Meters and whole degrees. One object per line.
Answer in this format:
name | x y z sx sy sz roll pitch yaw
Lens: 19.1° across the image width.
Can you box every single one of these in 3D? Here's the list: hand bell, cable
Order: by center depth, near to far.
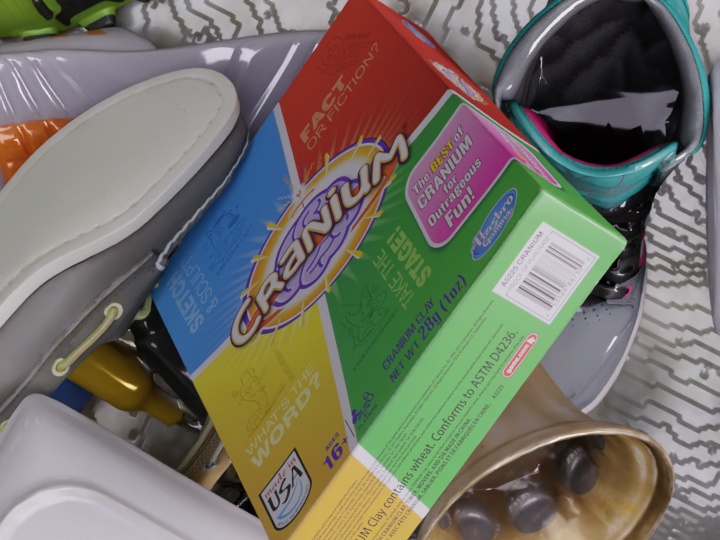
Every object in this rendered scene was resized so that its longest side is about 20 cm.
hand bell | 0.032 0.026 0.840 0.104 0.104 0.201 -37 50 11
cable | -0.050 0.062 0.919 0.097 0.050 0.200 -46 108 -26

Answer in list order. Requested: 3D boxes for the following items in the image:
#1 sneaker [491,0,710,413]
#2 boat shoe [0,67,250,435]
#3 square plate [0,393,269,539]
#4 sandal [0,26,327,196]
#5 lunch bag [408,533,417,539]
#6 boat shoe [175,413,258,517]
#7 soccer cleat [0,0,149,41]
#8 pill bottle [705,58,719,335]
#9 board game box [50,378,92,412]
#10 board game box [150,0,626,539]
sneaker | 0.089 -0.031 0.839 0.083 0.121 0.202 9 99 7
boat shoe | -0.119 0.003 0.848 0.202 0.072 0.060 -42 133 -4
square plate | -0.090 0.172 0.769 0.197 0.028 0.201 28 78 11
sandal | -0.091 -0.064 0.900 0.205 0.059 0.080 -7 111 -12
lunch bag | 0.028 0.209 0.861 0.082 0.160 0.202 14 106 51
boat shoe | -0.031 0.078 0.852 0.072 0.076 0.201 40 67 -14
soccer cleat | -0.102 -0.158 0.893 0.199 0.065 0.084 -24 63 15
pill bottle | 0.234 -0.029 0.822 0.198 0.112 0.113 -1 97 8
board game box | -0.197 -0.007 0.911 0.199 0.039 0.159 19 79 -17
board game box | 0.000 0.000 0.781 0.040 0.200 0.153 29 103 -29
